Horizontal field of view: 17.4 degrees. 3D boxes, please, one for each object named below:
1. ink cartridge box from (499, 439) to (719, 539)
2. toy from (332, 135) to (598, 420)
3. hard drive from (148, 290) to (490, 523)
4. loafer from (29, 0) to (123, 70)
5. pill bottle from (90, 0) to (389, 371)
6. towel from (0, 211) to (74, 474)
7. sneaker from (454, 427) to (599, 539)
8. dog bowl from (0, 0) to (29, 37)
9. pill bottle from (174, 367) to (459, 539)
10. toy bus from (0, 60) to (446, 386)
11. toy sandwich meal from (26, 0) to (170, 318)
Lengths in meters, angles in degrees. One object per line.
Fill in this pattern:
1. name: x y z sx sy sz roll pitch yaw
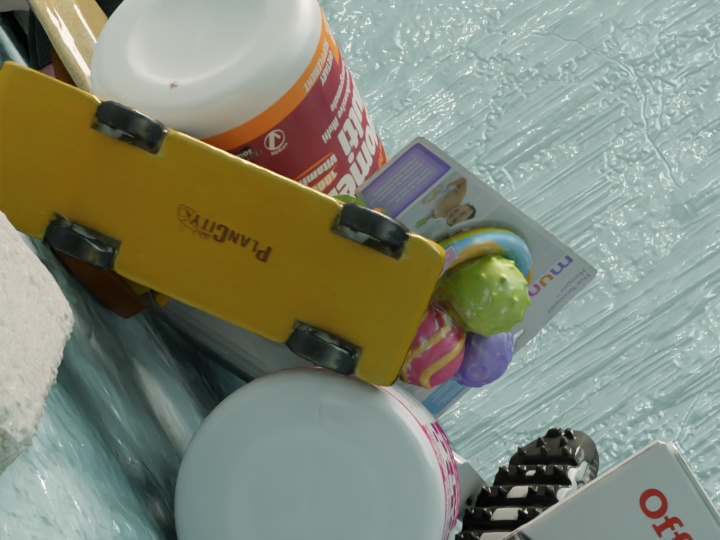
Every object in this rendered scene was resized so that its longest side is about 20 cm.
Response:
1. ink cartridge box: 0.095 0.189 1.066 0.147 0.199 0.084 58 3 8
2. toy: 0.038 0.020 1.094 0.200 0.115 0.047 34 18 -53
3. hard drive: -0.018 0.074 1.306 0.199 0.026 0.132 31 -7 18
4. loafer: -0.140 -0.089 1.354 0.063 0.071 0.201 69 -1 -64
5. pill bottle: -0.042 -0.042 1.100 0.110 0.109 0.201 60 -3 45
6. towel: -0.146 -0.011 0.798 0.133 0.034 0.200 56 3 -12
7. sneaker: 0.088 0.183 1.251 0.066 0.201 0.090 -4 -37 48
8. dog bowl: -0.189 -0.166 1.520 0.201 0.058 0.200 58 3 -5
9. pill bottle: -0.013 0.101 1.048 0.114 0.113 0.200 57 3 5
10. toy bus: -0.065 -0.018 0.968 0.199 0.066 0.078 23 0 3
11. toy sandwich meal: -0.136 -0.065 1.197 0.206 0.070 0.205 58 2 -4
